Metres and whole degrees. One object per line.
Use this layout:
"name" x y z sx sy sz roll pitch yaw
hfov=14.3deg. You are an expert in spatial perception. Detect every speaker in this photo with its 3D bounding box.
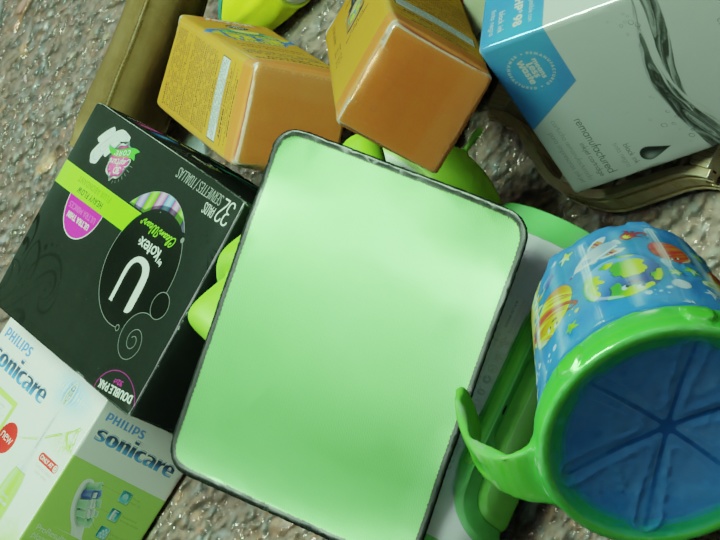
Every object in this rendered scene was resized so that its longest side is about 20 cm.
"speaker" 0.069 0.068 1.564 0.088 0.088 0.201 16 78 52

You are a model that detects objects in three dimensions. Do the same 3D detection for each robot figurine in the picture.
"robot figurine" 0.000 0.000 1.625 0.200 0.176 0.116 -37 56 -20

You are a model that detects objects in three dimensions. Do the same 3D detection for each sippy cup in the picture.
"sippy cup" 0.145 0.048 1.466 0.131 0.177 0.140 -105 27 -56

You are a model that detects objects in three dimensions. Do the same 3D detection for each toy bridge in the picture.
"toy bridge" 0.137 -0.070 1.627 0.200 0.027 0.067 20 82 51

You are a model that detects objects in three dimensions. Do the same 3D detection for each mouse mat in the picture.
"mouse mat" -0.009 0.040 1.532 0.160 0.008 0.201 22 95 24

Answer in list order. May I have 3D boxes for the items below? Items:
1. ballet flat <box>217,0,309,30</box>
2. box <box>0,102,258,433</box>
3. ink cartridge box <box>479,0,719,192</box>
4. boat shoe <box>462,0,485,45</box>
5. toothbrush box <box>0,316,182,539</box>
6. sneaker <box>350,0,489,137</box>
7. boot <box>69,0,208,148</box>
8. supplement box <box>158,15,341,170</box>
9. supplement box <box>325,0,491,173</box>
"ballet flat" -0.025 -0.236 1.895 0.067 0.067 0.201 25 84 39
"box" -0.108 0.009 1.765 0.200 0.124 0.149 33 95 52
"ink cartridge box" 0.177 -0.129 1.516 0.199 0.116 0.067 -19 38 26
"boat shoe" 0.129 -0.194 1.624 0.200 0.066 0.075 -60 24 25
"toothbrush box" -0.215 0.152 1.827 0.200 0.086 0.146 -56 38 2
"sneaker" 0.054 -0.151 1.738 0.201 0.071 0.098 -49 41 15
"boot" -0.120 -0.180 1.938 0.066 0.175 0.201 27 110 21
"supplement box" -0.068 -0.110 1.790 0.200 0.066 0.069 -146 66 -68
"supplement box" 0.023 -0.120 1.592 0.067 0.069 0.200 -60 13 15
